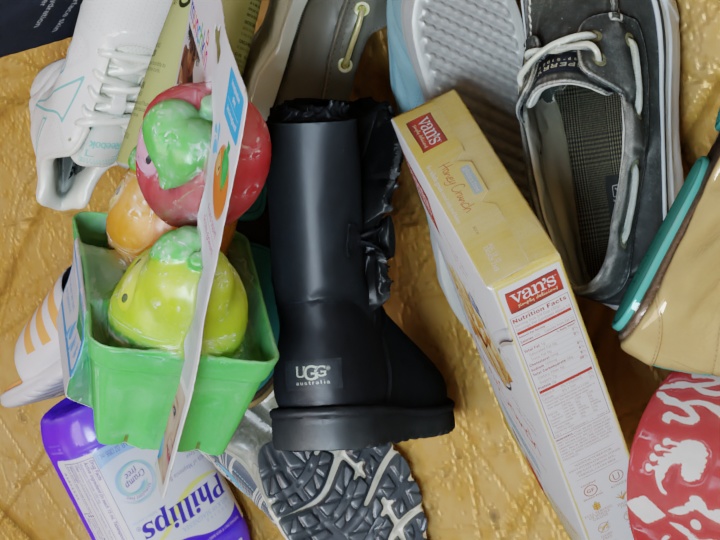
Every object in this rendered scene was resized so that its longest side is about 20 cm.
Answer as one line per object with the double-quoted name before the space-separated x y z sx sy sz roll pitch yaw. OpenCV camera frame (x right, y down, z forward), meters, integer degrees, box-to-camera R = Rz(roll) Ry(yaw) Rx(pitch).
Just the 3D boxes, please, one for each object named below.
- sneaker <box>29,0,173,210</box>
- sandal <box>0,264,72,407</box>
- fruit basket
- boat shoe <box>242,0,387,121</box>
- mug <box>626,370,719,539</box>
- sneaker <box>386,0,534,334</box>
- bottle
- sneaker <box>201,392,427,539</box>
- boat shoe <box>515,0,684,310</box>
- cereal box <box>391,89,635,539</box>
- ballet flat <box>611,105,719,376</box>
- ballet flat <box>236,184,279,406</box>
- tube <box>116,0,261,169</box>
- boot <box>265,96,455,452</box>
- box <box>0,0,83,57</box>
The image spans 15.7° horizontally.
"sneaker" -0.129 -0.102 1.407 0.200 0.070 0.081 126 152 -51
"sandal" -0.134 0.015 1.481 0.206 0.079 0.060 -33 79 37
"fruit basket" -0.086 -0.027 1.190 0.186 0.093 0.201 -108 22 -60
"boat shoe" -0.012 -0.136 1.306 0.072 0.060 0.203 -110 40 -63
"mug" 0.210 0.119 1.110 0.199 0.178 0.134 13 151 46
"sneaker" 0.056 -0.067 1.276 0.082 0.073 0.202 -122 23 -65
"bottle" -0.106 0.153 1.487 0.065 0.083 0.201 -9 110 56
"sneaker" -0.039 0.097 1.426 0.200 0.078 0.086 46 171 4
"boat shoe" 0.105 -0.082 1.179 0.072 0.071 0.202 -17 79 29
"cereal box" 0.077 0.034 1.196 0.144 0.039 0.201 -118 4 -53
"ballet flat" 0.174 -0.048 1.137 0.063 0.069 0.201 23 95 1
"ballet flat" -0.073 -0.010 1.363 0.063 0.068 0.201 -40 42 49
"tube" -0.071 -0.141 1.312 0.058 0.052 0.201 18 90 40
"boot" 0.000 0.000 1.290 0.076 0.200 0.170 -1 89 14
"box" -0.188 -0.207 1.357 0.118 0.199 0.197 56 135 13
